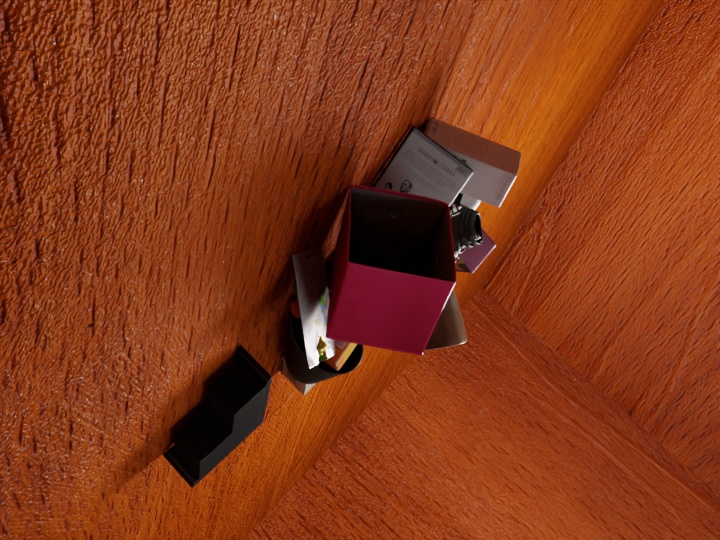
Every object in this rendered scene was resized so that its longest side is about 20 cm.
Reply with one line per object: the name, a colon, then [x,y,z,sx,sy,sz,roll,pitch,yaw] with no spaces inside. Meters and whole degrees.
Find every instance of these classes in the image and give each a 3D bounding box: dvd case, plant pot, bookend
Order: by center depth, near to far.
bookend: [-0.275,0.281,1.447,0.199,0.092,0.201,-41,162,-32]
dvd case: [0.102,-0.150,1.456,0.202,0.148,0.025,-54,-163,15]
plant pot: [0.142,0.066,1.716,0.186,0.182,0.206,-9,93,-70]

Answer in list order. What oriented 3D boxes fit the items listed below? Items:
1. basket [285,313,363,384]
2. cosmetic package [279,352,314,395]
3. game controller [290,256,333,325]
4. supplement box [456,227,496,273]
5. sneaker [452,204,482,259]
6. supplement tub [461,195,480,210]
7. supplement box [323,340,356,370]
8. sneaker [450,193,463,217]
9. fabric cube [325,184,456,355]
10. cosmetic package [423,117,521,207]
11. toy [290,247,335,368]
basket: [-0.092,0.167,1.630,0.135,0.181,0.200,-40,173,-25]
cosmetic package: [-0.094,0.183,1.797,0.200,0.087,0.104,-43,164,-27]
game controller: [-0.054,0.041,1.545,0.200,0.042,0.106,-44,122,-25]
supplement box: [0.230,-0.076,1.920,0.103,0.131,0.199,-46,-164,-13]
sneaker: [0.202,-0.044,1.599,0.070,0.097,0.206,10,90,-60]
supplement tub: [0.219,-0.188,1.735,0.124,0.122,0.200,-52,180,10]
supplement box: [-0.014,0.094,1.508,0.202,0.068,0.067,-53,167,-14]
sneaker: [0.159,-0.127,1.543,0.203,0.086,0.076,-61,138,-21]
fabric cube: [0.050,-0.001,1.371,0.202,0.190,0.203,107,-11,-46]
cosmetic package: [0.207,-0.212,1.498,0.103,0.195,0.075,112,-1,-53]
toy: [-0.098,0.069,1.401,0.046,0.206,0.115,-9,-177,24]
